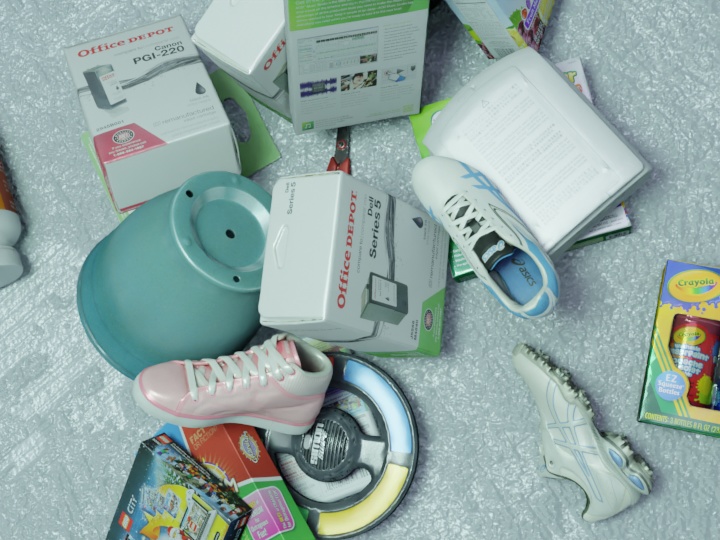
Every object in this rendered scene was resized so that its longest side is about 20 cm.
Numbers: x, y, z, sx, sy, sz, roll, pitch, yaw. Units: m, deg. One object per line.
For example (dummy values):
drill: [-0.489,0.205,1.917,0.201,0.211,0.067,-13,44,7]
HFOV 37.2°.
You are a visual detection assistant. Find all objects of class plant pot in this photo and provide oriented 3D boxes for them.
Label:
plant pot: [-0.170,-0.002,1.112,0.188,0.199,0.201,-41,69,49]

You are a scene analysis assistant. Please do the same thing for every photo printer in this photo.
photo printer: [0.174,-0.120,1.110,0.166,0.069,0.200,-42,74,6]

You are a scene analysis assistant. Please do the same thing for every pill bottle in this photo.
pill bottle: [-0.474,-0.079,1.282,0.112,0.112,0.201,-24,77,9]

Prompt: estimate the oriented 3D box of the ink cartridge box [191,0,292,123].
ink cartridge box: [-0.081,-0.259,1.169,0.084,0.200,0.146,34,91,16]

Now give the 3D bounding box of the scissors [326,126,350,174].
scissors: [-0.016,-0.131,1.232,0.073,0.014,0.201,18,85,18]

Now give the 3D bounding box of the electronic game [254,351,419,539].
electronic game: [-0.035,0.187,1.148,0.199,0.042,0.201,-2,82,14]

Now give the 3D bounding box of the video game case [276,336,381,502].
video game case: [-0.081,0.179,1.194,0.199,0.022,0.183,-23,77,10]

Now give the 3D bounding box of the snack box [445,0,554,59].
snack box: [0.142,-0.345,1.110,0.067,0.200,0.169,7,70,38]

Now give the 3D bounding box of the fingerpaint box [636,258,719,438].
fingerpaint box: [0.390,0.089,1.067,0.199,0.073,0.168,11,84,15]

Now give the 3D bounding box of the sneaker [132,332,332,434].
sneaker: [-0.119,0.102,1.065,0.105,0.199,0.076,-60,33,32]

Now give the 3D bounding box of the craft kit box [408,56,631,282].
craft kit box: [0.172,-0.109,1.167,0.199,0.049,0.198,-17,75,10]

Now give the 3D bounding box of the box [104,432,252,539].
box: [-0.206,0.294,1.147,0.136,0.038,0.201,36,117,24]

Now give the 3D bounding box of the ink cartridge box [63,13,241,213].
ink cartridge box: [-0.232,-0.178,1.184,0.145,0.085,0.200,-19,52,-11]

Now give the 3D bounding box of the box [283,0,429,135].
box: [-0.004,-0.227,1.095,0.144,0.200,0.036,-11,58,-9]

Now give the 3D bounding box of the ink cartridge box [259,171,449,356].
ink cartridge box: [0.000,0.000,1.073,0.084,0.200,0.146,-3,76,36]

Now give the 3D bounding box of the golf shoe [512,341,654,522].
golf shoe: [0.207,0.168,1.101,0.097,0.078,0.200,-41,74,11]

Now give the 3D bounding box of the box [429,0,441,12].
box: [0.016,-0.375,1.199,0.200,0.079,0.141,33,61,16]

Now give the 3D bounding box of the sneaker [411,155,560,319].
sneaker: [0.122,-0.037,1.043,0.072,0.072,0.200,-42,77,11]

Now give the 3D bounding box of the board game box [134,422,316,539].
board game box: [-0.150,0.244,1.153,0.153,0.040,0.200,-44,70,34]

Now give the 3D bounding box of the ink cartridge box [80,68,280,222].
ink cartridge box: [-0.214,-0.146,1.264,0.199,0.048,0.146,-30,75,10]
